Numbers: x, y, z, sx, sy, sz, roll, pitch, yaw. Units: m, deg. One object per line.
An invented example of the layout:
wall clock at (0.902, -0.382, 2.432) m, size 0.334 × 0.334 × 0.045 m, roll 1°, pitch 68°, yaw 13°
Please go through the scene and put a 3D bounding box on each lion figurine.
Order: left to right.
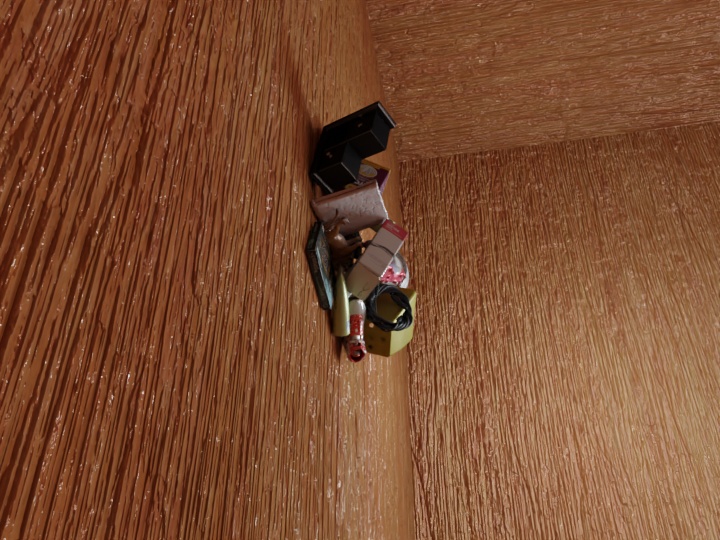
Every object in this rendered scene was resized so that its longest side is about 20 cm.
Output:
lion figurine at (-0.068, -0.082, 1.588) m, size 0.200 × 0.122 × 0.073 m, roll 56°, pitch 14°, yaw -39°

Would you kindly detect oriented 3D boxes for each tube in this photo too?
tube at (-0.056, 0.086, 1.582) m, size 0.052 × 0.058 × 0.201 m, roll -19°, pitch 118°, yaw -42°

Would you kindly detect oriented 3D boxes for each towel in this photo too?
towel at (-0.026, -0.168, 1.573) m, size 0.200 × 0.190 × 0.032 m, roll 65°, pitch 8°, yaw -62°

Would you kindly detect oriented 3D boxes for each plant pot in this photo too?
plant pot at (0.061, 0.174, 1.861) m, size 0.176 × 0.199 × 0.201 m, roll -53°, pitch 150°, yaw -56°

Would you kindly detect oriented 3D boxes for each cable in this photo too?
cable at (0.088, 0.121, 1.726) m, size 0.051 × 0.163 × 0.200 m, roll -54°, pitch -156°, yaw 33°

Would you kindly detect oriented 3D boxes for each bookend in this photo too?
bookend at (-0.021, -0.332, 1.534) m, size 0.092 × 0.198 × 0.201 m, roll 43°, pitch 46°, yaw -38°

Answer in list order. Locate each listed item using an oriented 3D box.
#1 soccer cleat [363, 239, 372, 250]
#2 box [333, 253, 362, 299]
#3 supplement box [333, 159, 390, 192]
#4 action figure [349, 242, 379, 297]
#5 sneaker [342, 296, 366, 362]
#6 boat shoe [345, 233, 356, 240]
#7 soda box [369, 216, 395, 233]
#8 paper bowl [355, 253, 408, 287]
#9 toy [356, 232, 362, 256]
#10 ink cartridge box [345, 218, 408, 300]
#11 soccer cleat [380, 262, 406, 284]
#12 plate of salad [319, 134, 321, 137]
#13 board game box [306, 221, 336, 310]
soccer cleat at (0.067, -0.074, 1.840) m, size 0.070 × 0.086 × 0.200 m, roll 59°, pitch -7°, yaw -14°
box at (-0.020, 0.019, 1.691) m, size 0.200 × 0.041 × 0.039 m, roll -53°, pitch 125°, yaw -40°
supplement box at (-0.003, -0.251, 1.720) m, size 0.200 × 0.130 × 0.103 m, roll -64°, pitch 175°, yaw -48°
action figure at (0.000, 0.000, 1.821) m, size 0.119 × 0.102 × 0.201 m, roll -47°, pitch 119°, yaw -44°
sneaker at (-0.011, 0.180, 1.654) m, size 0.108 × 0.067 × 0.202 m, roll -111°, pitch -157°, yaw -48°
boat shoe at (-0.035, -0.171, 1.903) m, size 0.067 × 0.057 × 0.201 m, roll 66°, pitch 21°, yaw -62°
soda box at (0.016, -0.192, 1.831) m, size 0.064 × 0.200 × 0.068 m, roll -54°, pitch 173°, yaw 7°
paper bowl at (0.068, 0.007, 1.984) m, size 0.104 × 0.200 × 0.201 m, roll 68°, pitch 19°, yaw -59°
toy at (-0.023, -0.093, 1.950) m, size 0.200 × 0.047 × 0.115 m, roll -95°, pitch -177°, yaw -48°
ink cartridge box at (0.042, -0.030, 1.620) m, size 0.200 × 0.085 × 0.146 m, roll -59°, pitch -177°, yaw -38°
soccer cleat at (0.084, 0.001, 1.824) m, size 0.076 × 0.067 × 0.200 m, roll 48°, pitch 15°, yaw 26°
plate of salad at (-0.091, -0.339, 1.703) m, size 0.200 × 0.048 × 0.201 m, roll 3°, pitch 90°, yaw -73°
board game box at (-0.103, -0.012, 1.503) m, size 0.136 × 0.028 × 0.201 m, roll -82°, pitch 164°, yaw -53°
